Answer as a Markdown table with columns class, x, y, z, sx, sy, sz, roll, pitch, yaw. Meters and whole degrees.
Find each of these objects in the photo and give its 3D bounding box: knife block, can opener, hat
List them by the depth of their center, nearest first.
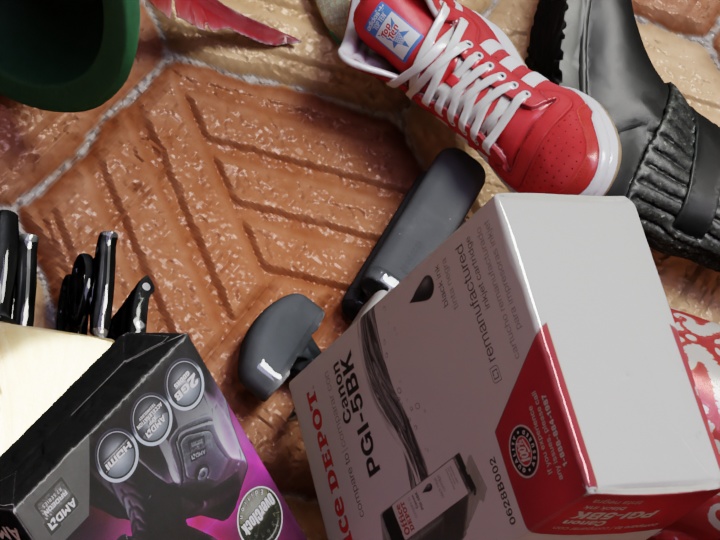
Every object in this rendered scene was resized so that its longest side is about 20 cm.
| class | x | y | z | sx | sy | sz | roll | pitch | yaw |
| --- | --- | --- | --- | --- | --- | --- | --- | --- | --- |
| knife block | -0.173 | 0.067 | 0.980 | 0.176 | 0.064 | 0.200 | 48 | 54 | 5 |
| hat | -0.137 | -0.192 | 1.090 | 0.166 | 0.200 | 0.176 | 30 | 49 | 17 |
| can opener | 0.000 | 0.000 | 1.109 | 0.067 | 0.053 | 0.200 | 36 | 53 | -5 |

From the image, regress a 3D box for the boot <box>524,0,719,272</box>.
| class | x | y | z | sx | sy | sz | roll | pitch | yaw |
| --- | --- | --- | --- | --- | --- | --- | --- | --- | --- |
| boot | 0.183 | -0.102 | 1.237 | 0.158 | 0.079 | 0.211 | 10 | 70 | -13 |

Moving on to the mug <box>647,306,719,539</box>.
| class | x | y | z | sx | sy | sz | roll | pitch | yaw |
| --- | --- | --- | --- | --- | --- | --- | --- | --- | --- |
| mug | 0.139 | 0.087 | 1.080 | 0.200 | 0.133 | 0.178 | 23 | 44 | -9 |

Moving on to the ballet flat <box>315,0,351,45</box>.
| class | x | y | z | sx | sy | sz | roll | pitch | yaw |
| --- | --- | --- | --- | --- | --- | --- | --- | --- | --- |
| ballet flat | 0.002 | -0.226 | 1.229 | 0.067 | 0.062 | 0.200 | 8 | 61 | -23 |

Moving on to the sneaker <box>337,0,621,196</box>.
| class | x | y | z | sx | sy | sz | roll | pitch | yaw |
| --- | --- | --- | --- | --- | --- | --- | --- | --- | --- |
| sneaker | 0.059 | -0.106 | 1.127 | 0.112 | 0.071 | 0.200 | 27 | 15 | -38 |

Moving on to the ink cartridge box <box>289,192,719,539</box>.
| class | x | y | z | sx | sy | sz | roll | pitch | yaw |
| --- | --- | --- | --- | --- | --- | --- | --- | --- | --- |
| ink cartridge box | 0.060 | 0.075 | 0.943 | 0.083 | 0.200 | 0.147 | 1 | 61 | -33 |

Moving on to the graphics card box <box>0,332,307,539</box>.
| class | x | y | z | sx | sy | sz | roll | pitch | yaw |
| --- | --- | --- | --- | --- | --- | --- | --- | --- | --- |
| graphics card box | -0.086 | 0.142 | 0.931 | 0.125 | 0.051 | 0.200 | -46 | 119 | -35 |
